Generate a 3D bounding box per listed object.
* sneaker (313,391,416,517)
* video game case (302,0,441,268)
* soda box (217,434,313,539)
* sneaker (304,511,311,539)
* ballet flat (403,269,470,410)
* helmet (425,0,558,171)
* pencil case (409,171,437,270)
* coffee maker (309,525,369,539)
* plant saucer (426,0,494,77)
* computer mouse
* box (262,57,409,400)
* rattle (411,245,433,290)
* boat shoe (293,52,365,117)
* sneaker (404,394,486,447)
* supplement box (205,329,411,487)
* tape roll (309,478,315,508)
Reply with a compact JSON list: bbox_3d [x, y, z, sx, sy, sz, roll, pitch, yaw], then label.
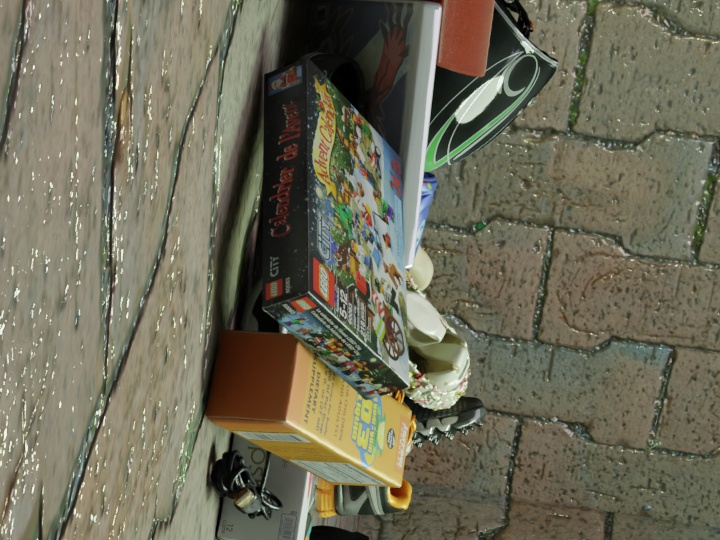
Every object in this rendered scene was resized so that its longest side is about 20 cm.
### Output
[{"bbox_3d":[0.008,0.113,1.576,0.078,0.077,0.200,-76,173,-52],"label":"sneaker"},{"bbox_3d":[-0.002,-0.112,1.564,0.182,0.023,0.200,16,-79,59],"label":"video game case"},{"bbox_3d":[-0.063,0.119,1.565,0.068,0.064,0.200,84,15,-77],"label":"soda box"},{"bbox_3d":[-0.076,0.230,1.616,0.200,0.071,0.080,-95,-171,-77],"label":"sneaker"},{"bbox_3d":[0.047,0.057,1.616,0.200,0.064,0.076,45,61,-45],"label":"ballet flat"},{"bbox_3d":[0.049,-0.177,1.708,0.191,0.200,0.200,-37,-161,15],"label":"helmet"},{"bbox_3d":[0.000,0.000,1.653,0.087,0.078,0.200,7,100,-59],"label":"pencil case"},{"bbox_3d":[-0.049,0.353,1.762,0.192,0.134,0.200,-75,172,-60],"label":"coffee maker"},{"bbox_3d":[0.025,-0.260,1.521,0.037,0.200,0.200,-33,155,-20],"label":"plant saucer"},{"bbox_3d":[-0.072,0.081,1.476,0.110,0.044,0.200,40,60,-71],"label":"computer mouse"},{"bbox_3d":[-0.016,-0.029,1.388,0.137,0.038,0.200,45,35,-46],"label":"box"},{"bbox_3d":[0.005,0.034,2.079,0.200,0.130,0.143,101,-5,-69],"label":"rattle"},{"bbox_3d":[-0.024,-0.067,1.520,0.066,0.070,0.200,0,-97,57],"label":"boat shoe"},{"bbox_3d":[0.006,0.110,1.723,0.066,0.200,0.091,45,40,-79],"label":"sneaker"},{"bbox_3d":[-0.032,0.100,1.418,0.200,0.069,0.067,38,57,-61],"label":"supplement box"},{"bbox_3d":[-0.029,0.148,2.014,0.203,0.037,0.203,25,90,-89],"label":"tape roll"}]
